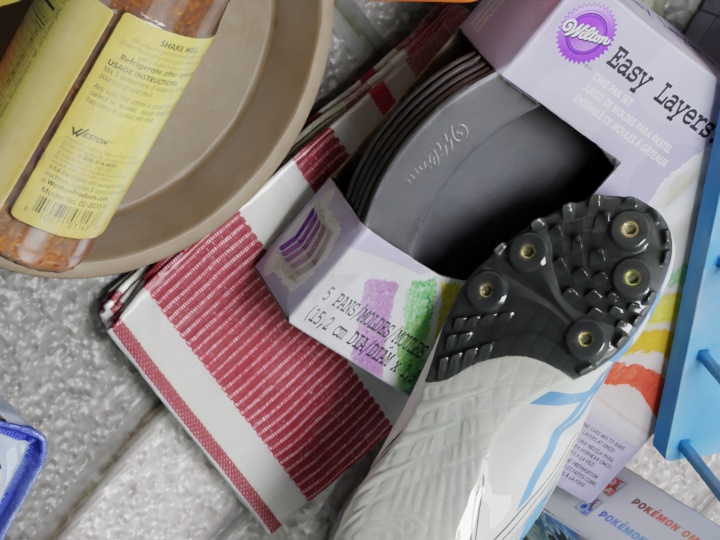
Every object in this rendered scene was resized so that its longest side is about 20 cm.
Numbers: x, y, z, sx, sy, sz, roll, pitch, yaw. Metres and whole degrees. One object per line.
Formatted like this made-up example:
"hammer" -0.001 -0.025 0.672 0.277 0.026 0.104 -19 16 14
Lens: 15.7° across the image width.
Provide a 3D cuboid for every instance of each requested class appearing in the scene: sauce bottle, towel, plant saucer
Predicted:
"sauce bottle" -0.080 -0.094 0.927 0.066 0.066 0.200 20 113 -34
"towel" 0.000 0.000 1.096 0.200 0.023 0.144 -41 125 -9
"plant saucer" -0.103 -0.095 0.995 0.200 0.029 0.200 -10 112 -27

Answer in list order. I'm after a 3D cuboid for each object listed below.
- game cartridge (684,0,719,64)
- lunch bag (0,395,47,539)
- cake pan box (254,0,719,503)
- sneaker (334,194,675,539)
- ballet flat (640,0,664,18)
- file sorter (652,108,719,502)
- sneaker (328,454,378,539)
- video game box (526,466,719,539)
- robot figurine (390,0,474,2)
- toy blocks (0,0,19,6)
"game cartridge" 0.182 -0.042 1.177 0.133 0.040 0.200 17 99 -30
"lunch bag" -0.219 0.109 0.918 0.124 0.170 0.200 16 100 -30
"cake pan box" 0.082 -0.018 1.072 0.200 0.052 0.184 34 102 -35
"sneaker" 0.059 0.055 1.047 0.200 0.072 0.072 -56 159 10
"ballet flat" 0.103 -0.158 1.082 0.062 0.067 0.200 -24 126 -49
"file sorter" 0.221 0.013 1.045 0.139 0.123 0.200 -7 123 -22
"sneaker" 0.025 0.164 1.119 0.076 0.105 0.200 19 98 -34
"video game box" 0.159 0.182 1.158 0.047 0.182 0.200 -38 123 -16
"robot figurine" 0.028 -0.203 0.974 0.144 0.117 0.200 -7 103 -14
"toy blocks" -0.161 -0.125 0.861 0.137 0.100 0.200 18 132 -21
